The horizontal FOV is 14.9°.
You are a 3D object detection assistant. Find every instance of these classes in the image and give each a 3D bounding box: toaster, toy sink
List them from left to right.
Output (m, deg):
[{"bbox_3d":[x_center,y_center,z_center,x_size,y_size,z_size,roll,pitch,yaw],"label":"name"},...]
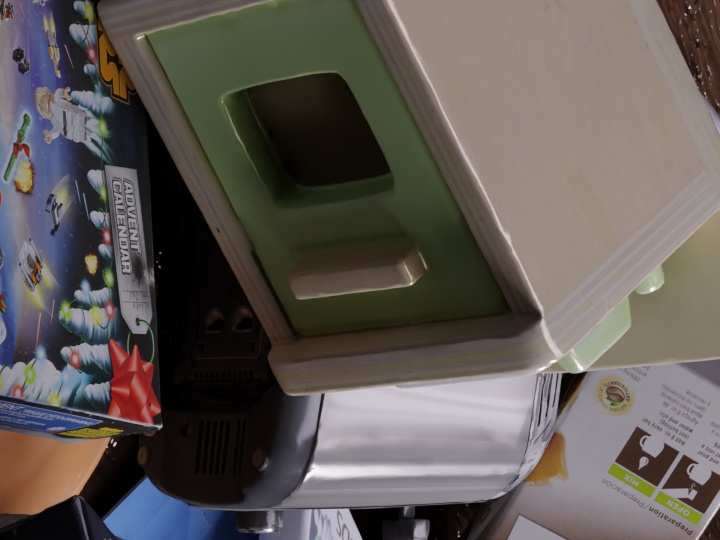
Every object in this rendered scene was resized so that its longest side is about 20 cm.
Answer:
[{"bbox_3d":[0.000,0.000,1.016,0.129,0.114,0.200,9,81,-35],"label":"toaster"},{"bbox_3d":[0.028,-0.030,0.884,0.112,0.130,0.200,-41,112,-37],"label":"toy sink"}]

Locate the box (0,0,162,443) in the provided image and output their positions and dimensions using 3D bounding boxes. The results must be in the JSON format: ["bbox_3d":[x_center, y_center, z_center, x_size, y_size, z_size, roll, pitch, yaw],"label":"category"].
[{"bbox_3d":[-0.116,-0.053,0.848,0.137,0.040,0.200,18,65,-61],"label":"box"}]

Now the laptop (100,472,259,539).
[{"bbox_3d":[-0.048,0.183,1.054,0.116,0.200,0.187,-20,127,-10],"label":"laptop"}]

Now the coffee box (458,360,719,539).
[{"bbox_3d":[0.099,0.110,1.217,0.200,0.080,0.114,-60,180,17],"label":"coffee box"}]

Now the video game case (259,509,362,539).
[{"bbox_3d":[-0.016,0.195,1.122,0.182,0.023,0.200,68,23,-56],"label":"video game case"}]

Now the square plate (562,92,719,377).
[{"bbox_3d":[0.056,-0.052,1.137,0.198,0.028,0.200,48,65,-29],"label":"square plate"}]

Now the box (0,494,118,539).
[{"bbox_3d":[-0.121,0.193,0.808,0.200,0.198,0.123,59,8,-52],"label":"box"}]

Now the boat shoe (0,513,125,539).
[{"bbox_3d":[-0.135,0.128,0.892,0.200,0.076,0.072,3,129,-37],"label":"boat shoe"}]

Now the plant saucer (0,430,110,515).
[{"bbox_3d":[-0.129,0.018,0.930,0.200,0.032,0.201,-31,128,-52],"label":"plant saucer"}]
